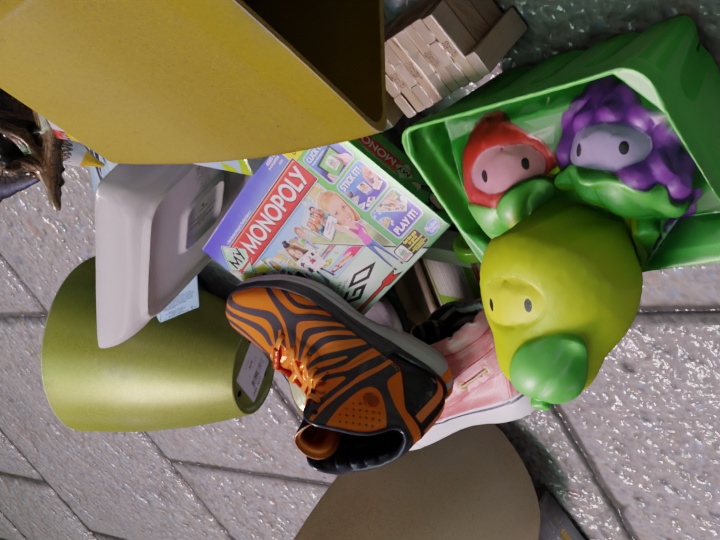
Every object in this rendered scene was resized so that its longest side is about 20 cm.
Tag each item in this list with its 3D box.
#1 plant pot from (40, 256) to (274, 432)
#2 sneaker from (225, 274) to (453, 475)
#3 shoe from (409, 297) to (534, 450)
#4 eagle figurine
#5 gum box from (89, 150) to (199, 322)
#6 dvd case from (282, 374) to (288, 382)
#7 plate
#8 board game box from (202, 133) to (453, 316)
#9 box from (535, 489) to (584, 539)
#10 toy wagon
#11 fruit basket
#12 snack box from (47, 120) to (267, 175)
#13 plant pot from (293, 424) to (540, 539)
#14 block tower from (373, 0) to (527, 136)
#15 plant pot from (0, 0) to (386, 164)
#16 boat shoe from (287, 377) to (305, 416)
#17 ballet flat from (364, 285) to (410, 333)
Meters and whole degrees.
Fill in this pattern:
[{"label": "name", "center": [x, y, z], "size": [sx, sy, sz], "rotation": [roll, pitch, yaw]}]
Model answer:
[{"label": "plant pot", "center": [-0.194, 0.087, 1.238], "size": [0.197, 0.188, 0.189], "rotation": [6, 137, 23]}, {"label": "sneaker", "center": [-0.037, 0.078, 0.895], "size": [0.198, 0.112, 0.078], "rotation": [21, 139, 23]}, {"label": "shoe", "center": [0.061, 0.082, 0.968], "size": [0.091, 0.072, 0.199], "rotation": [50, 142, -14]}, {"label": "eagle figurine", "center": [-0.293, -0.118, 1.029], "size": [0.199, 0.151, 0.152], "rotation": [29, 158, 55]}, {"label": "gum box", "center": [-0.201, -0.080, 1.069], "size": [0.171, 0.044, 0.201], "rotation": [57, 157, 29]}, {"label": "dvd case", "center": [-0.029, 0.094, 1.147], "size": [0.143, 0.017, 0.201], "rotation": [54, 153, 21]}, {"label": "plate", "center": [-0.135, -0.052, 0.939], "size": [0.032, 0.200, 0.201], "rotation": [30, 142, 13]}, {"label": "board game box", "center": [-0.027, -0.033, 0.895], "size": [0.134, 0.029, 0.200], "rotation": [37, 139, -4]}, {"label": "box", "center": [0.155, 0.297, 1.227], "size": [0.159, 0.048, 0.199], "rotation": [52, 146, -16]}, {"label": "toy wagon", "center": [0.102, 0.029, 0.958], "size": [0.198, 0.040, 0.156], "rotation": [11, 139, 38]}, {"label": "fruit basket", "center": [0.119, -0.032, 0.711], "size": [0.214, 0.216, 0.156], "rotation": [-9, 125, 51]}, {"label": "snack box", "center": [-0.110, -0.155, 0.827], "size": [0.198, 0.169, 0.068], "rotation": [13, 142, 37]}, {"label": "plant pot", "center": [0.032, 0.243, 1.096], "size": [0.186, 0.199, 0.190], "rotation": [29, 134, 36]}, {"label": "block tower", "center": [0.024, -0.137, 0.819], "size": [0.058, 0.054, 0.199], "rotation": [48, 147, -15]}, {"label": "plant pot", "center": [-0.113, -0.173, 0.654], "size": [0.174, 0.203, 0.199], "rotation": [-19, 145, 29]}, {"label": "boat shoe", "center": [-0.037, 0.028, 1.038], "size": [0.064, 0.073, 0.203], "rotation": [-11, 96, 32]}, {"label": "ballet flat", "center": [0.000, 0.000, 0.976], "size": [0.066, 0.057, 0.202], "rotation": [-6, 125, 28]}]
